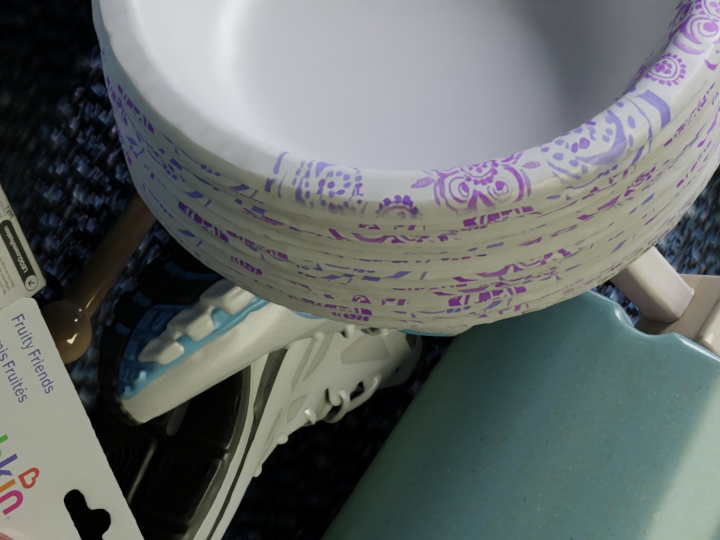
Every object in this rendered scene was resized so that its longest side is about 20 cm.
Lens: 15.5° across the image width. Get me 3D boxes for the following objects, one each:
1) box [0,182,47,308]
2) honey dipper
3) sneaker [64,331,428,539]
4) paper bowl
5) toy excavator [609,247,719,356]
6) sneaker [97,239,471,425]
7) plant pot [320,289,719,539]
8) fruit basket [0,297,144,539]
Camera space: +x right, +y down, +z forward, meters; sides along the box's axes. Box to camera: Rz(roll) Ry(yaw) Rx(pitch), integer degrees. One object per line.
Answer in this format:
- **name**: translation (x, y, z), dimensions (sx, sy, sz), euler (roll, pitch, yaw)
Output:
- **box**: translation (-0.182, -0.045, 0.835), dimensions (0.110, 0.035, 0.200), euler (-41, 129, -28)
- **honey dipper**: translation (-0.060, -0.052, 0.960), dimensions (0.200, 0.038, 0.038), euler (-56, 135, -10)
- **sneaker**: translation (-0.030, 0.056, 0.993), dimensions (0.115, 0.076, 0.201), euler (31, 79, -44)
- **paper bowl**: translation (0.020, -0.068, 0.836), dimensions (0.201, 0.200, 0.104), euler (-46, 153, -24)
- **toy excavator**: translation (0.095, -0.042, 1.077), dimensions (0.194, 0.200, 0.100), euler (34, 76, 0)
- **sneaker**: translation (0.000, 0.000, 0.917), dimensions (0.200, 0.075, 0.087), euler (-38, 114, -17)
- **plant pot**: translation (0.073, 0.115, 1.016), dimensions (0.200, 0.200, 0.197), euler (33, 84, -46)
- **fruit basket**: translation (-0.157, 0.129, 0.851), dimensions (0.200, 0.094, 0.186), euler (-27, 128, -12)
